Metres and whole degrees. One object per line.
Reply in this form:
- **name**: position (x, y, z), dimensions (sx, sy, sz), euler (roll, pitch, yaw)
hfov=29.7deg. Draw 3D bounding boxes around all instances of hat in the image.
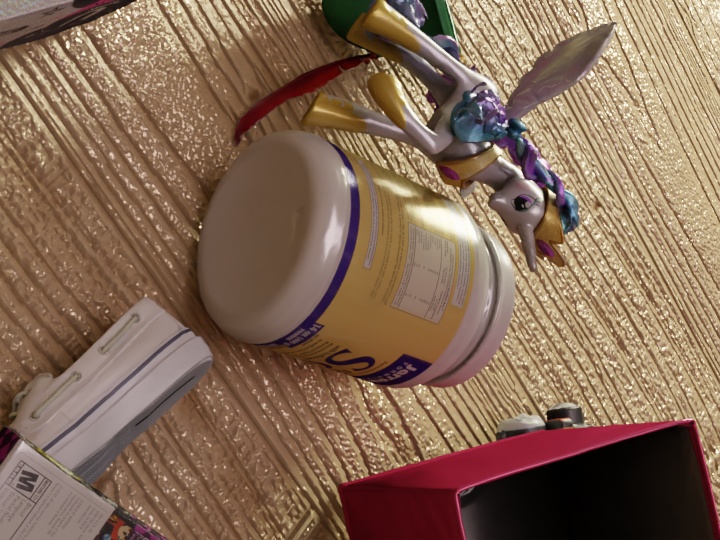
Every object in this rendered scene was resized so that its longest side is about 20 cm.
- **hat**: position (-0.019, -0.200, 1.070), dimensions (0.200, 0.173, 0.168), euler (-22, 96, -82)

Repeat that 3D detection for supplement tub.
- **supplement tub**: position (0.000, 0.000, 0.956), dimensions (0.198, 0.144, 0.148), euler (21, 67, -40)

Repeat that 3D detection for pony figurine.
- **pony figurine**: position (0.077, -0.108, 0.939), dimensions (0.199, 0.167, 0.194), euler (33, 45, -10)

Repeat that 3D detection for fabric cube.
- **fabric cube**: position (0.123, 0.224, 0.952), dimensions (0.194, 0.199, 0.203), euler (-12, 87, -26)

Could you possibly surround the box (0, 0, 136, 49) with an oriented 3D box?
- **box**: position (-0.213, -0.193, 0.793), dimensions (0.199, 0.131, 0.116), euler (-30, 104, -45)

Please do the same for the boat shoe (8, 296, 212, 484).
- **boat shoe**: position (-0.179, 0.094, 0.822), dimensions (0.067, 0.074, 0.200), euler (42, 54, 11)

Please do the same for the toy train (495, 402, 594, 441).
- **toy train**: position (0.162, 0.213, 1.121), dimensions (0.113, 0.085, 0.204), euler (-1, 82, -35)

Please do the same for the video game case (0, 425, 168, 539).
- **video game case**: position (-0.185, 0.218, 0.753), dimensions (0.181, 0.036, 0.201), euler (42, 77, -30)
